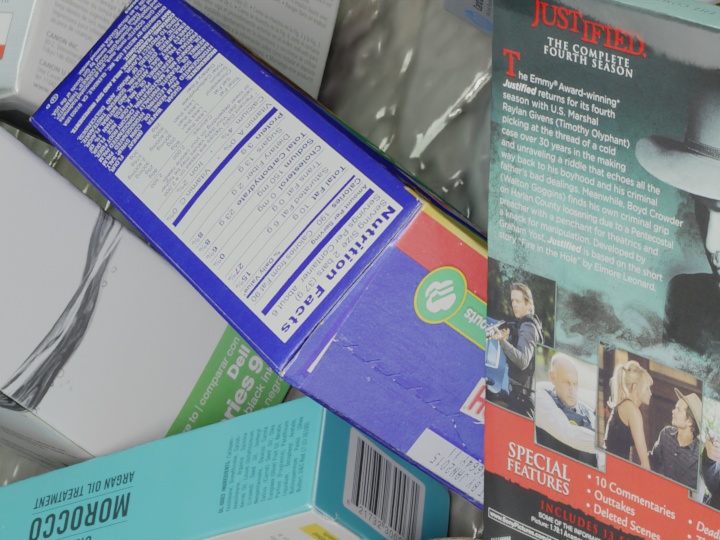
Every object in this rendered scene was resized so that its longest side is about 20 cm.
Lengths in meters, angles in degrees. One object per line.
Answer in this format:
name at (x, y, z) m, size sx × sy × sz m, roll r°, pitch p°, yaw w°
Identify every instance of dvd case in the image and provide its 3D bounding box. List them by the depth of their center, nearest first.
dvd case at (0.092, 0.022, 0.722) m, size 0.146 × 0.022 × 0.201 m, roll 21°, pitch 121°, yaw 44°

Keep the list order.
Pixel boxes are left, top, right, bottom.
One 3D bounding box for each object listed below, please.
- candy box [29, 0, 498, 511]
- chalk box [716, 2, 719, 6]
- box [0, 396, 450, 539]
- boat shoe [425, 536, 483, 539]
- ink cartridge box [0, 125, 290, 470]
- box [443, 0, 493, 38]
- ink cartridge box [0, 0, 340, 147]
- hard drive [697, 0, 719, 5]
candy box at (0.000, 0.000, 0.875) m, size 0.077 × 0.169 × 0.200 m, roll -50°, pitch 41°, yaw 3°
chalk box at (0.179, -0.007, 0.757) m, size 0.200 × 0.124 × 0.124 m, roll 17°, pitch 72°, yaw 48°
box at (-0.071, 0.106, 0.926) m, size 0.200 × 0.082 × 0.049 m, roll -18°, pitch 49°, yaw 31°
boat shoe at (-0.026, 0.151, 0.861) m, size 0.200 × 0.076 × 0.072 m, roll -23°, pitch 50°, yaw 30°
ink cartridge box at (-0.143, 0.008, 0.970) m, size 0.146 × 0.200 × 0.084 m, roll 18°, pitch 73°, yaw 46°
box at (0.100, -0.194, 0.953) m, size 0.041 × 0.156 × 0.200 m, roll 32°, pitch 82°, yaw 6°
ink cartridge box at (-0.074, -0.137, 1.019) m, size 0.050 × 0.162 × 0.201 m, roll 0°, pitch 73°, yaw 41°
hard drive at (0.140, -0.146, 0.809) m, size 0.200 × 0.026 × 0.132 m, roll -25°, pitch 36°, yaw -2°
